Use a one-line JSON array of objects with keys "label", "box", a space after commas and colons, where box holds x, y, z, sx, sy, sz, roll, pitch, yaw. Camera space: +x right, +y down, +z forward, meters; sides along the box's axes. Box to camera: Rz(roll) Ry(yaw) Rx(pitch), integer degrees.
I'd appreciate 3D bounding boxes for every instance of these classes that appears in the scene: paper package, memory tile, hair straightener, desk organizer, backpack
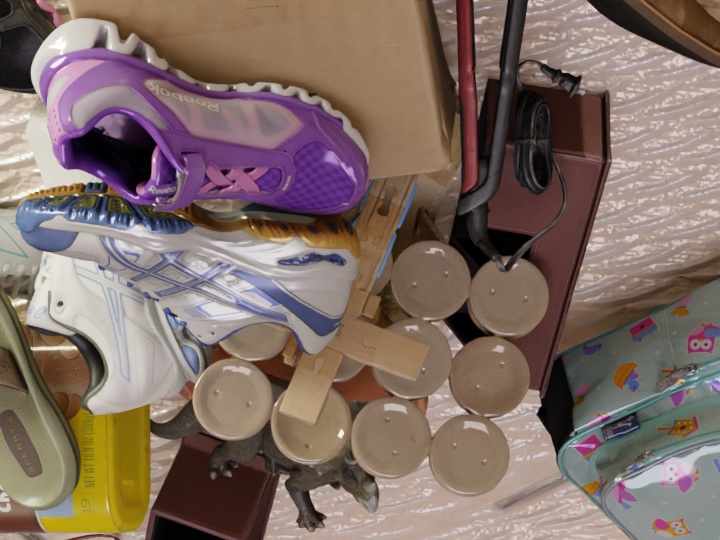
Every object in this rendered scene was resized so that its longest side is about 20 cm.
[{"label": "paper package", "box": [-0.056, -0.147, 1.378, 0.199, 0.104, 0.191, -6, 130, 8]}, {"label": "memory tile", "box": [0.006, 0.049, 1.455, 0.199, 0.154, 0.017, 13, 173, -3]}, {"label": "hair straightener", "box": [0.094, -0.099, 1.392, 0.077, 0.041, 0.201, 0, 94, 2]}, {"label": "desk organizer", "box": [0.099, -0.020, 1.504, 0.077, 0.072, 0.200, 9, 130, -3]}, {"label": "desk organizer", "box": [-0.114, 0.205, 1.665, 0.072, 0.077, 0.200, 20, 138, 4]}, {"label": "backpack", "box": [0.239, 0.101, 1.552, 0.200, 0.153, 0.176, -33, 128, 13]}]

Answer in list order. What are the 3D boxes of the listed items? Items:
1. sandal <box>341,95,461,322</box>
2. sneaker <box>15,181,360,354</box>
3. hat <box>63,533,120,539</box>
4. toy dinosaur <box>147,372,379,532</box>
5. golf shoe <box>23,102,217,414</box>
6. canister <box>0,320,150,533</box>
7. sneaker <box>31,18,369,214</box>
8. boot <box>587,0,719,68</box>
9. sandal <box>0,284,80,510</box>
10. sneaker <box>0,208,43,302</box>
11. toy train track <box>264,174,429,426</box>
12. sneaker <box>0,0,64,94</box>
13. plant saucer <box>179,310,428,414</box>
[{"label": "sandal", "box": [0.021, -0.014, 1.511, 0.077, 0.070, 0.212, 11, 130, -8]}, {"label": "sneaker", "box": [-0.103, 0.003, 1.373, 0.199, 0.075, 0.088, 9, 110, -1]}, {"label": "hat", "box": [-0.289, 0.214, 1.641, 0.176, 0.200, 0.166, 8, 143, 12]}, {"label": "toy dinosaur", "box": [-0.052, 0.104, 1.549, 0.200, 0.077, 0.102, 27, 133, 25]}, {"label": "golf shoe", "box": [-0.171, -0.005, 1.464, 0.097, 0.078, 0.200, -28, 92, -14]}, {"label": "canister", "box": [-0.242, 0.102, 1.557, 0.199, 0.087, 0.149, -2, 87, 16]}, {"label": "sneaker", "box": [-0.091, -0.065, 1.324, 0.200, 0.089, 0.081, 18, 127, -15]}, {"label": "boot", "box": [0.163, -0.178, 1.371, 0.200, 0.074, 0.076, 30, 86, -38]}, {"label": "sandal", "box": [-0.241, 0.063, 1.459, 0.080, 0.057, 0.201, -28, 97, 35]}, {"label": "sneaker", "box": [-0.235, -0.007, 1.519, 0.200, 0.080, 0.070, 25, 125, -20]}, {"label": "toy train track", "box": [0.000, 0.000, 1.438, 0.114, 0.200, 0.033, 22, 167, 6]}, {"label": "sneaker", "box": [-0.263, -0.145, 1.391, 0.200, 0.096, 0.079, 24, 126, -20]}, {"label": "plant saucer", "box": [-0.047, 0.053, 1.557, 0.200, 0.038, 0.200, 16, 145, 12]}]
